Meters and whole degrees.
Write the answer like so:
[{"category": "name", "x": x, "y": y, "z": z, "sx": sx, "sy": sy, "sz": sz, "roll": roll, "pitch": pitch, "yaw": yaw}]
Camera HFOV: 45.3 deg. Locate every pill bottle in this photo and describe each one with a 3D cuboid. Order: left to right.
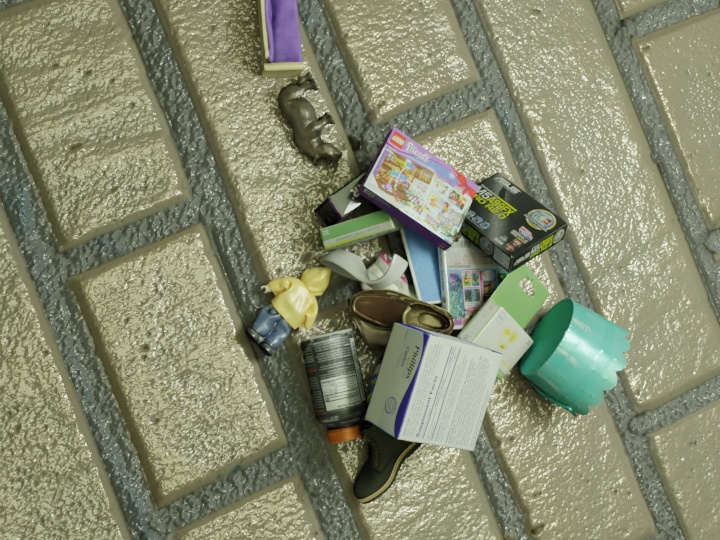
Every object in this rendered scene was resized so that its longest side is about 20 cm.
[{"category": "pill bottle", "x": -0.045, "y": 0.220, "z": 1.629, "sx": 0.104, "sy": 0.106, "sz": 0.205, "roll": -11, "pitch": 87, "yaw": -14}]

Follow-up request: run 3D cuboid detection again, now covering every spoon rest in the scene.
[{"category": "spoon rest", "x": 0.000, "y": 0.000, "z": 1.620, "sx": 0.099, "sy": 0.198, "sz": 0.062, "roll": 32, "pitch": 70, "yaw": -38}]

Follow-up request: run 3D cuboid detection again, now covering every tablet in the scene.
[{"category": "tablet", "x": 0.140, "y": -0.033, "z": 1.713, "sx": 0.128, "sy": 0.014, "sz": 0.204, "roll": -4, "pitch": 74, "yaw": -36}]

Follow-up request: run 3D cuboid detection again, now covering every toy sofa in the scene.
[{"category": "toy sofa", "x": -0.158, "y": -0.487, "z": 1.682, "sx": 0.081, "sy": 0.098, "sz": 0.205, "roll": -4, "pitch": 84, "yaw": -13}]

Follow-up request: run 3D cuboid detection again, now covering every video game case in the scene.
[{"category": "video game case", "x": 0.238, "y": 0.022, "z": 1.728, "sx": 0.197, "sy": 0.024, "sz": 0.186, "roll": 0, "pitch": 84, "yaw": -36}]

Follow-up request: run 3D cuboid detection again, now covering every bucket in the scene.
[{"category": "bucket", "x": 0.419, "y": 0.166, "z": 1.705, "sx": 0.133, "sy": 0.207, "sz": 0.209, "roll": 33, "pitch": 78, "yaw": -6}]

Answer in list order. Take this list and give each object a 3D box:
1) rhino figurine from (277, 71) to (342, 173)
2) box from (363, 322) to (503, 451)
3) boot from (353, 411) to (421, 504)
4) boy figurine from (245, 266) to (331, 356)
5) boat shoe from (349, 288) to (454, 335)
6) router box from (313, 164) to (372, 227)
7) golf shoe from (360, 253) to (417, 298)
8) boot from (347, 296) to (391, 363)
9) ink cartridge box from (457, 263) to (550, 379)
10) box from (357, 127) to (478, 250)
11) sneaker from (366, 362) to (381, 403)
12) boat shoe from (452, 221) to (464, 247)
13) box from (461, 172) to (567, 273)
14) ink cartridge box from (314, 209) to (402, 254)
[{"category": "rhino figurine", "x": -0.095, "y": -0.282, "z": 1.694, "sx": 0.086, "sy": 0.060, "sz": 0.203, "roll": -25, "pitch": 92, "yaw": -1}, {"category": "box", "x": 0.130, "y": 0.206, "z": 1.524, "sx": 0.198, "sy": 0.104, "sz": 0.188, "roll": 17, "pitch": 91, "yaw": -39}, {"category": "boot", "x": 0.020, "y": 0.332, "z": 1.604, "sx": 0.137, "sy": 0.077, "sz": 0.202, "roll": 31, "pitch": 97, "yaw": -41}, {"category": "boy figurine", "x": -0.135, "y": 0.063, "z": 1.645, "sx": 0.124, "sy": 0.064, "sz": 0.201, "roll": 42, "pitch": 76, "yaw": -6}, {"category": "boat shoe", "x": 0.078, "y": 0.076, "z": 1.594, "sx": 0.198, "sy": 0.075, "sz": 0.076, "roll": 9, "pitch": 88, "yaw": 1}, {"category": "router box", "x": 0.012, "y": -0.164, "z": 1.662, "sx": 0.199, "sy": 0.149, "sz": 0.051, "roll": -37, "pitch": 93, "yaw": -15}, {"category": "golf shoe", "x": 0.081, "y": 0.062, "z": 1.705, "sx": 0.091, "sy": 0.075, "sz": 0.201, "roll": -40, "pitch": 99, "yaw": 12}, {"category": "boot", "x": 0.080, "y": 0.111, "z": 1.662, "sx": 0.144, "sy": 0.071, "sz": 0.202, "roll": -25, "pitch": 110, "yaw": 15}, {"category": "ink cartridge box", "x": 0.296, "y": 0.098, "z": 1.696, "sx": 0.201, "sy": 0.048, "sz": 0.145, "roll": -49, "pitch": 131, "yaw": -1}, {"category": "box", "x": 0.108, "y": -0.148, "z": 1.576, "sx": 0.198, "sy": 0.039, "sz": 0.138, "roll": 33, "pitch": 66, "yaw": -11}, {"category": "sneaker", "x": 0.097, "y": 0.241, "z": 1.662, "sx": 0.198, "sy": 0.073, "sz": 0.084, "roll": 30, "pitch": 46, "yaw": -35}, {"category": "boat shoe", "x": 0.134, "y": -0.129, "z": 1.683, "sx": 0.073, "sy": 0.061, "sz": 0.201, "roll": -4, "pitch": 43, "yaw": -34}, {"category": "box", "x": 0.282, "y": -0.099, "z": 1.702, "sx": 0.158, "sy": 0.045, "sz": 0.200, "roll": -28, "pitch": 52, "yaw": -26}, {"category": "ink cartridge box", "x": -0.006, "y": -0.075, "z": 1.601, "sx": 0.143, "sy": 0.200, "sz": 0.049, "roll": -17, "pitch": 89, "yaw": 11}]
